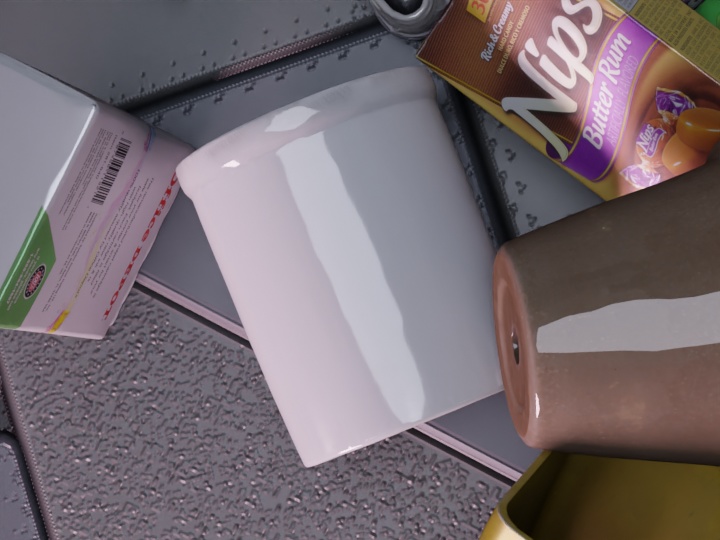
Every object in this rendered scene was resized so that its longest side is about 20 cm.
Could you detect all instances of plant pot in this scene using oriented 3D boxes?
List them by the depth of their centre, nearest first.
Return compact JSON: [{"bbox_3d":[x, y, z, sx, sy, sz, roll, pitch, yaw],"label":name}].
[{"bbox_3d":[0.167,0.030,1.073,0.174,0.200,0.201,-7,86,-5],"label":"plant pot"},{"bbox_3d":[0.155,0.211,1.146,0.200,0.200,0.177,37,125,9],"label":"plant pot"}]

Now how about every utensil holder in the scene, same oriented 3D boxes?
[{"bbox_3d":[0.000,0.000,1.201,0.170,0.170,0.200,-22,87,7],"label":"utensil holder"}]

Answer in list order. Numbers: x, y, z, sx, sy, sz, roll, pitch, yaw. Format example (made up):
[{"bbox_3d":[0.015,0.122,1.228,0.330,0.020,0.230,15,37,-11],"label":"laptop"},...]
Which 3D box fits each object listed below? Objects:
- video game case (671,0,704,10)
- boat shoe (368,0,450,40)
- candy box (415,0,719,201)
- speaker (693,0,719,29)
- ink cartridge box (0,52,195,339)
[{"bbox_3d":[0.146,-0.227,1.195,0.200,0.036,0.181,-43,75,41],"label":"video game case"},{"bbox_3d":[-0.003,-0.242,1.262,0.072,0.066,0.200,-23,84,8],"label":"boat shoe"},{"bbox_3d":[0.145,-0.118,1.173,0.200,0.056,0.117,38,131,3],"label":"candy box"},{"bbox_3d":[0.269,-0.108,1.203,0.088,0.088,0.200,-27,83,7],"label":"speaker"},{"bbox_3d":[-0.193,-0.042,1.216,0.084,0.200,0.145,27,92,12],"label":"ink cartridge box"}]
